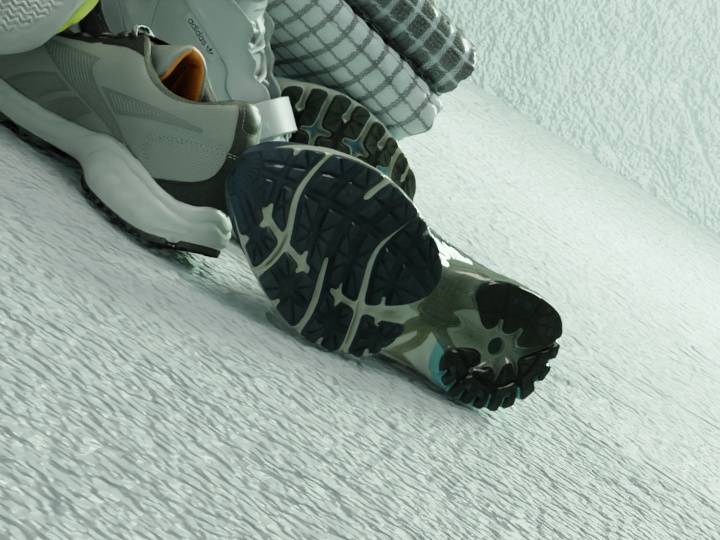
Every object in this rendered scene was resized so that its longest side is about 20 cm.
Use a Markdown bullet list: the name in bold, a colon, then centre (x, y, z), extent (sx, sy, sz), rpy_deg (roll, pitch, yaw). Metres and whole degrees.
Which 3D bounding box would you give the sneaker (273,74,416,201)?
- **sneaker**: centre (-0.059, -0.080, 1.241), extent (0.200, 0.079, 0.090), rpy_deg (30, 6, -12)

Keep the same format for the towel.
- **towel**: centre (-0.048, -0.142, 1.285), extent (0.166, 0.086, 0.200), rpy_deg (42, -22, -23)

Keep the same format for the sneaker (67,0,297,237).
- **sneaker**: centre (-0.056, -0.099, 1.139), extent (0.200, 0.115, 0.075), rpy_deg (47, 13, 0)

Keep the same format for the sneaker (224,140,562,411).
- **sneaker**: centre (0.000, 0.000, 1.055), extent (0.200, 0.078, 0.086), rpy_deg (36, -2, -40)

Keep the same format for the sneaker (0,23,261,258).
- **sneaker**: centre (-0.113, -0.081, 1.065), extent (0.200, 0.079, 0.074), rpy_deg (37, 12, 37)

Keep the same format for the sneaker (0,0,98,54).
- **sneaker**: centre (-0.142, -0.162, 1.092), extent (0.076, 0.200, 0.105), rpy_deg (29, -32, -6)
